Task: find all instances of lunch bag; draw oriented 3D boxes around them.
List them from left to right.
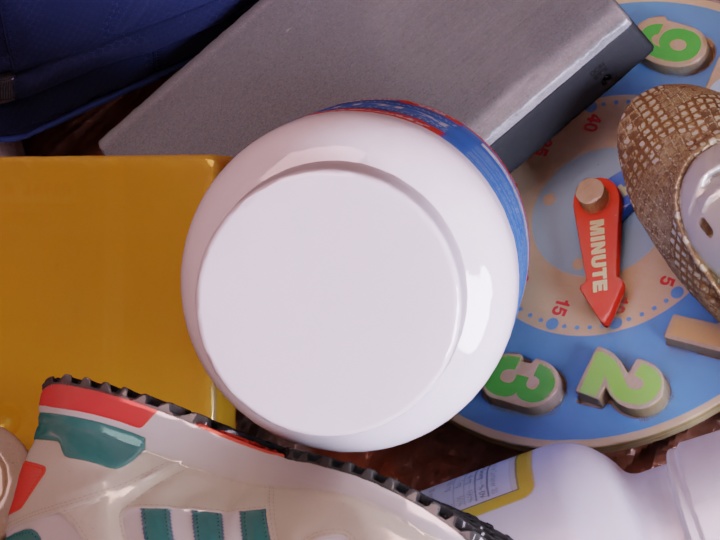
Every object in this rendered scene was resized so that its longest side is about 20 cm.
[{"bbox_3d":[-0.121,-0.145,1.140,0.199,0.133,0.136,-25,54,-13],"label":"lunch bag"}]

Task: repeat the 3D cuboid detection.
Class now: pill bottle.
[{"bbox_3d":[0.000,0.000,0.921,0.112,0.200,0.113,0,95,4],"label":"pill bottle"},{"bbox_3d":[0.048,0.126,0.942,0.199,0.112,0.112,-20,57,10],"label":"pill bottle"}]

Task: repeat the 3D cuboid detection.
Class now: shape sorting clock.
[{"bbox_3d":[0.093,-0.022,1.051,0.199,0.039,0.201,-9,59,16],"label":"shape sorting clock"}]

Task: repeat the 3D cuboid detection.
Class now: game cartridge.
[{"bbox_3d":[-0.129,0.056,1.047,0.176,0.032,0.201,1,88,22],"label":"game cartridge"}]

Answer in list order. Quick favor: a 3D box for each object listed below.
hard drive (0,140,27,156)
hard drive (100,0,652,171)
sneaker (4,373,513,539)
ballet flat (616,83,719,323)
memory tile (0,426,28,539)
[{"bbox_3d":[-0.207,-0.033,1.180,0.132,0.025,0.200,-25,56,6],"label":"hard drive"},{"bbox_3d":[0.002,-0.067,1.080,0.200,0.033,0.140,-41,49,7],"label":"hard drive"},{"bbox_3d":[-0.036,0.102,0.891,0.199,0.070,0.094,17,83,31],"label":"sneaker"},{"bbox_3d":[0.160,0.007,0.958,0.070,0.065,0.200,-34,75,-7],"label":"ballet flat"},{"bbox_3d":[-0.137,0.148,0.975,0.153,0.017,0.201,-7,67,6],"label":"memory tile"}]
